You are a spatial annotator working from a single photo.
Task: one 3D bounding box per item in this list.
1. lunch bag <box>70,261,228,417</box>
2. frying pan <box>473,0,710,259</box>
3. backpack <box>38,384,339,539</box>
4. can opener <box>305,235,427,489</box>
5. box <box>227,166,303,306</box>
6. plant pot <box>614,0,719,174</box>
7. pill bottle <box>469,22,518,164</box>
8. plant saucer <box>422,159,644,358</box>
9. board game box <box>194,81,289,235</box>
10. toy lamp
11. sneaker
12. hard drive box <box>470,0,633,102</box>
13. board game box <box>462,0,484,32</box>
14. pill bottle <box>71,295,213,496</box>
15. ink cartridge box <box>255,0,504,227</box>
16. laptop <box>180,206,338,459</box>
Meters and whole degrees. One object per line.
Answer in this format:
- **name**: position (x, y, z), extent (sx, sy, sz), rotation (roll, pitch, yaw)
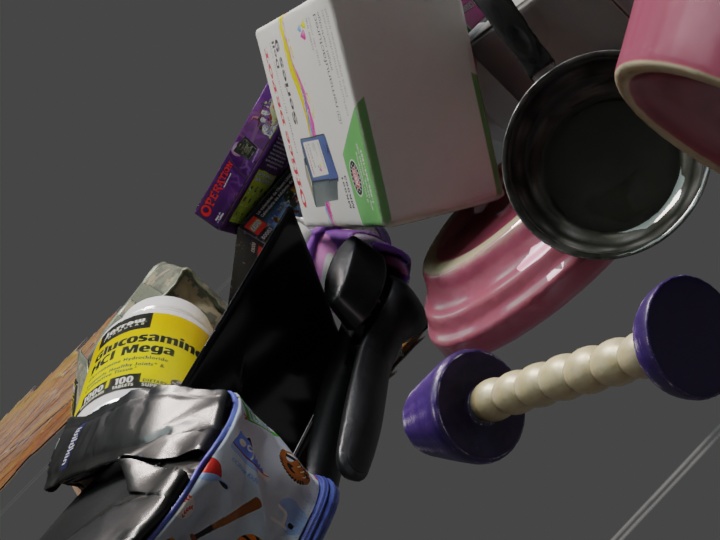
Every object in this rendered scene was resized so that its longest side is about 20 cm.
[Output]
- **lunch bag**: position (-0.196, 0.099, 1.396), extent (0.201, 0.117, 0.164), rotation (-52, 12, -6)
- **frying pan**: position (0.104, -0.080, 0.850), extent (0.116, 0.189, 0.031), rotation (-57, -23, 1)
- **backpack**: position (-0.097, 0.156, 0.743), extent (0.191, 0.153, 0.201), rotation (-45, 14, 43)
- **can opener**: position (-0.005, 0.067, 0.970), extent (0.063, 0.078, 0.201), rotation (-45, 22, 38)
- **box**: position (-0.056, -0.010, 1.252), extent (0.137, 0.037, 0.201), rotation (-52, -14, -34)
- **plant pot**: position (0.201, -0.129, 0.641), extent (0.181, 0.199, 0.200), rotation (-61, 13, -4)
- **pill bottle**: position (0.085, -0.129, 1.204), extent (0.111, 0.111, 0.200), rotation (-48, 12, -17)
- **plant saucer**: position (0.108, -0.034, 0.940), extent (0.200, 0.051, 0.201), rotation (-43, 12, 11)
- **board game box**: position (-0.061, -0.081, 1.211), extent (0.121, 0.032, 0.200), rotation (-56, -12, 4)
- **toy lamp**: position (0.084, 0.052, 0.705), extent (0.058, 0.058, 0.199), rotation (-51, 12, -31)
- **sneaker**: position (0.000, 0.000, 1.166), extent (0.200, 0.087, 0.082), rotation (-17, -65, -74)
- **hard drive box**: position (0.173, -0.197, 0.926), extent (0.200, 0.077, 0.156), rotation (-50, 8, -19)
- **board game box**: position (0.093, -0.217, 1.056), extent (0.153, 0.040, 0.200), rotation (-51, 6, -22)
- **pill bottle**: position (-0.162, 0.101, 1.210), extent (0.112, 0.112, 0.201), rotation (-41, 19, 16)
- **ink cartridge box**: position (0.007, -0.107, 1.004), extent (0.086, 0.147, 0.200), rotation (-15, 7, -14)
- **laptop**: position (-0.094, 0.095, 0.996), extent (0.199, 0.116, 0.188), rotation (-32, 22, 47)
